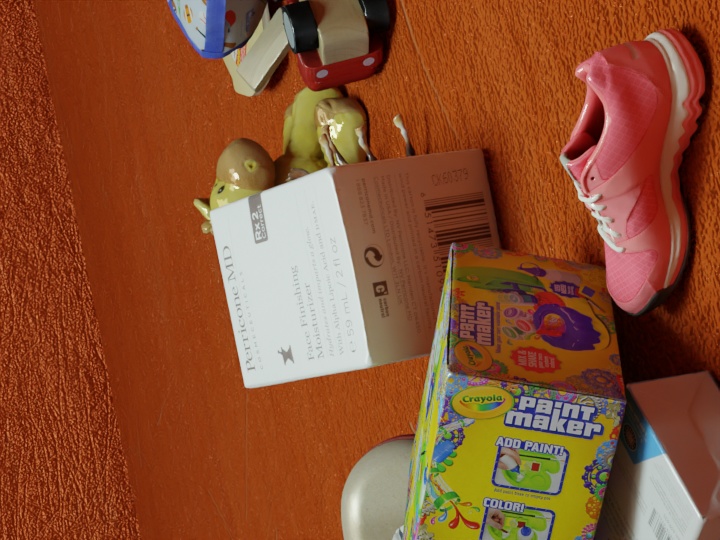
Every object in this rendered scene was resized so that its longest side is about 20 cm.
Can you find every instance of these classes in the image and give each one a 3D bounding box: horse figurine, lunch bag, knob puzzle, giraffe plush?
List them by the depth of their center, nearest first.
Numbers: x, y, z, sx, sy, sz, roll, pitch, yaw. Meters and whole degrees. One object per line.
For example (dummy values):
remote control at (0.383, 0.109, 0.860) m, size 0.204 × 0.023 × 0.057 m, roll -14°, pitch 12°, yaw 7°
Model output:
horse figurine at (0.011, -0.075, 1.589) m, size 0.199 × 0.050 × 0.133 m, roll -2°, pitch 115°, yaw 55°
giraffe plush at (-0.084, -0.083, 1.722) m, size 0.172 × 0.161 × 0.202 m, roll 150°, pitch 110°, yaw -70°
lunch bag at (-0.139, -0.342, 1.734) m, size 0.171 × 0.123 × 0.201 m, roll 99°, pitch 178°, yaw -49°
knob puzzle at (-0.126, -0.291, 1.949) m, size 0.219 × 0.030 × 0.222 m, roll 171°, pitch 90°, yaw -71°

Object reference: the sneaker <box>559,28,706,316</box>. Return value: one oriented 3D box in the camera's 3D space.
sneaker at (0.169, -0.062, 1.118) m, size 0.074 × 0.086 × 0.202 m, roll -129°, pitch 35°, yaw -57°

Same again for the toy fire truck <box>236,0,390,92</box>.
toy fire truck at (-0.055, -0.238, 1.660) m, size 0.200 × 0.128 × 0.177 m, roll 90°, pitch 162°, yaw -60°

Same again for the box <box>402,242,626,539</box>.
box at (0.104, 0.115, 1.194) m, size 0.200 × 0.121 × 0.194 m, roll -81°, pitch 0°, yaw -64°

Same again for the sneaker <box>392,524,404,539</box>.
sneaker at (0.107, 0.197, 1.438) m, size 0.080 × 0.129 × 0.200 m, roll 66°, pitch -145°, yaw -43°

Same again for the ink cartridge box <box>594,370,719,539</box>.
ink cartridge box at (0.209, 0.179, 1.146) m, size 0.201 × 0.066 × 0.116 m, roll 100°, pitch 154°, yaw -45°

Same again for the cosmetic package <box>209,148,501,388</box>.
cosmetic package at (0.000, 0.000, 1.444) m, size 0.199 × 0.164 × 0.166 m, roll -16°, pitch 85°, yaw 54°

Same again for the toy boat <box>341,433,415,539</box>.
toy boat at (0.056, 0.252, 1.584) m, size 0.131 × 0.129 × 0.202 m, roll -38°, pitch -59°, yaw -78°
